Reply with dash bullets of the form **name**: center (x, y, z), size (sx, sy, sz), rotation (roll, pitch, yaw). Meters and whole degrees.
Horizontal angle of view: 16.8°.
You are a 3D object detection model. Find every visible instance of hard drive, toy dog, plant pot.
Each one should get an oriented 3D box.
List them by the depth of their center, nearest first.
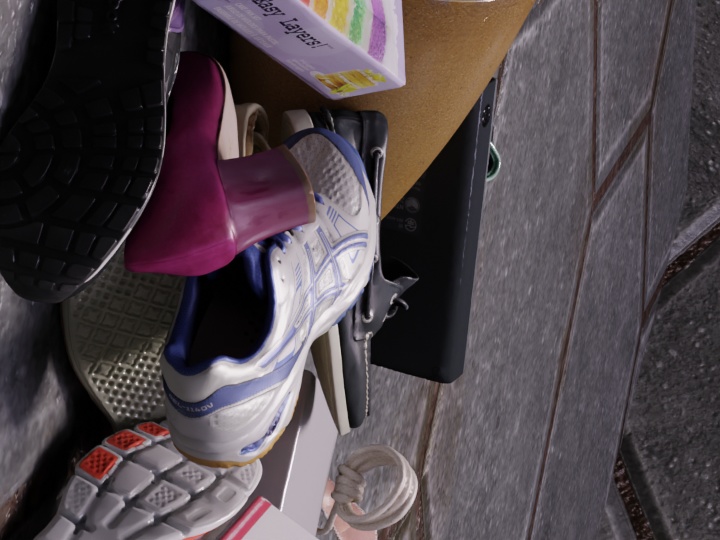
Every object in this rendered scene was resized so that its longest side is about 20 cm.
- **plant pot**: center (-0.002, -0.127, 1.429), size (0.187, 0.186, 0.201), rotation (-62, 171, -54)
- **hard drive**: center (0.009, -0.038, 1.555), size (0.033, 0.139, 0.201), rotation (-33, 133, -59)
- **toy dog**: center (-0.042, 0.185, 1.557), size (0.201, 0.132, 0.096), rotation (-59, 155, -5)

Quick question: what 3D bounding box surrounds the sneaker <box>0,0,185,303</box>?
- **sneaker**: center (-0.118, -0.069, 1.157), size (0.088, 0.075, 0.201), rotation (82, 20, -68)

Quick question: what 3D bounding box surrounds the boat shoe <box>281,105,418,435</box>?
- **boat shoe**: center (-0.001, -0.001, 1.383), size (0.075, 0.066, 0.200), rotation (-128, -152, -67)

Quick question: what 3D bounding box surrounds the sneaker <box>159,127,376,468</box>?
- **sneaker**: center (-0.043, -0.001, 1.219), size (0.088, 0.075, 0.201), rotation (78, 26, -54)

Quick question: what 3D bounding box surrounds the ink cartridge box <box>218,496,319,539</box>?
- **ink cartridge box**: center (-0.091, 0.239, 1.289), size (0.200, 0.085, 0.146), rotation (-56, 175, 21)

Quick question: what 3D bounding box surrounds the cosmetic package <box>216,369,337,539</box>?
- **cosmetic package**: center (-0.076, 0.159, 1.460), size (0.108, 0.084, 0.201), rotation (57, 43, -70)

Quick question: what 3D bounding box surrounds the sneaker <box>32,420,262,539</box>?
- **sneaker**: center (-0.129, 0.150, 1.240), size (0.200, 0.077, 0.082), rotation (-38, 154, -41)

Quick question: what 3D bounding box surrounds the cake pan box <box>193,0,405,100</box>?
- **cake pan box**: center (-0.038, -0.206, 1.212), size (0.184, 0.052, 0.201), rotation (36, 49, -62)

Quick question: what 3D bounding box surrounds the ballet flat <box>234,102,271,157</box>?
- **ballet flat**: center (-0.056, -0.005, 1.311), size (0.070, 0.069, 0.201), rotation (73, 4, -63)

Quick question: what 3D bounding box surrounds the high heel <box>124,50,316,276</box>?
- **high heel**: center (-0.100, -0.057, 1.205), size (0.200, 0.096, 0.068), rotation (-140, -144, -61)

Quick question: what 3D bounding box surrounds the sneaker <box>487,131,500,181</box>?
- **sneaker**: center (0.030, -0.067, 1.628), size (0.074, 0.118, 0.201), rotation (-52, 165, -28)

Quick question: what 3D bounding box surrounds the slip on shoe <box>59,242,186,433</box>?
- **slip on shoe**: center (-0.115, 0.038, 1.278), size (0.200, 0.074, 0.061), rotation (75, -8, -48)
